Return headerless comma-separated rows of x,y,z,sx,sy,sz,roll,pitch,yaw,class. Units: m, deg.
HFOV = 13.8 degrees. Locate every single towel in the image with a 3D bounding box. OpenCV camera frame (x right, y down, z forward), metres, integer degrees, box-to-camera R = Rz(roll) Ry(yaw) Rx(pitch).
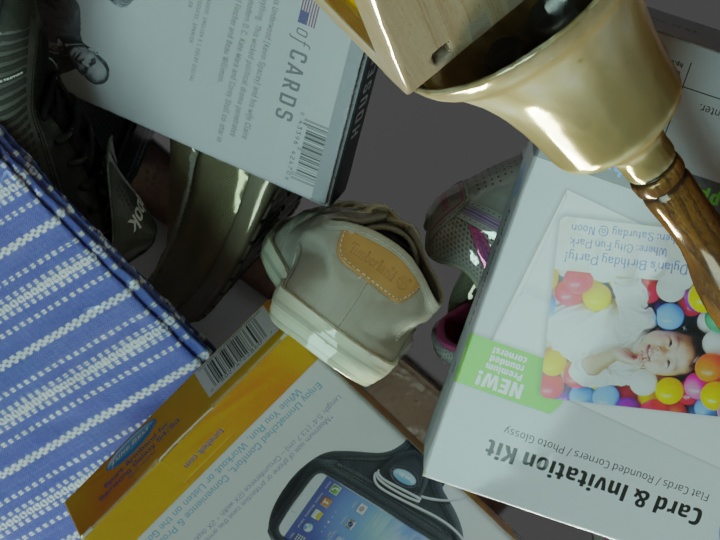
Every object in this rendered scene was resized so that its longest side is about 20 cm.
-0.133,0.042,1.211,0.145,0.024,0.200,-31,118,24,towel

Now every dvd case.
-0.080,-0.129,1.177,0.199,0.025,0.151,24,121,14,dvd case

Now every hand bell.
0.114,-0.030,1.089,0.104,0.104,0.200,-20,122,38,hand bell

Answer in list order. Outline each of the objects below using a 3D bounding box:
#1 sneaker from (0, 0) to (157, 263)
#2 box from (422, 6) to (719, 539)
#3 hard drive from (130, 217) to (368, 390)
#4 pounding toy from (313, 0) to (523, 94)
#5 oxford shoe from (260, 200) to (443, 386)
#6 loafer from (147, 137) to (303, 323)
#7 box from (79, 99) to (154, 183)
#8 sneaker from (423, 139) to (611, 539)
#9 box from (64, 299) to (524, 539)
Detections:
-0.126,-0.039,1.203,0.090,0.067,0.201,6,128,0,sneaker
0.127,0.010,1.154,0.155,0.041,0.201,19,109,-2,box
-0.106,0.036,1.314,0.200,0.132,0.025,36,140,0,hard drive
-0.014,-0.152,0.971,0.200,0.142,0.184,47,172,27,pounding toy
0.000,0.000,1.200,0.075,0.200,0.058,34,95,-5,oxford shoe
-0.051,-0.064,1.253,0.068,0.076,0.200,31,124,7,loafer
-0.166,-0.132,1.274,0.200,0.051,0.158,31,131,4,box
0.077,0.035,1.232,0.088,0.081,0.201,-15,112,4,sneaker
-0.010,0.119,1.215,0.119,0.041,0.200,-44,118,2,box
